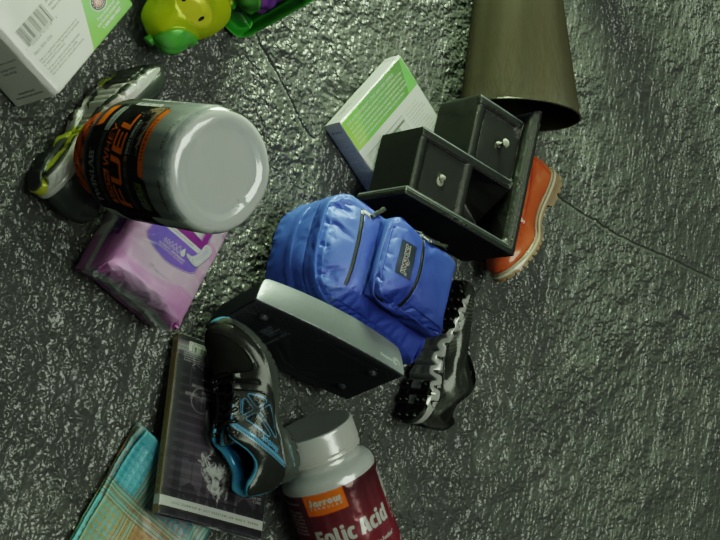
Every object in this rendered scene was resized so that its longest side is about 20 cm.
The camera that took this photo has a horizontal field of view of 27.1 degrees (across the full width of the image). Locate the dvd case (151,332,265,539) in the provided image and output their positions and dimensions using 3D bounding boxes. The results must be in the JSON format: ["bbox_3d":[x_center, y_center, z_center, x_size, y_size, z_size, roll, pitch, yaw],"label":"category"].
[{"bbox_3d":[-0.158,0.185,1.651,0.148,0.016,0.201,24,61,-41],"label":"dvd case"}]

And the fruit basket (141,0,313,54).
[{"bbox_3d":[-0.161,-0.334,1.644,0.215,0.155,0.217,29,50,-42],"label":"fruit basket"}]

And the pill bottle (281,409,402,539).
[{"bbox_3d":[-0.024,0.270,1.719,0.114,0.114,0.201,-29,105,-40],"label":"pill bottle"}]

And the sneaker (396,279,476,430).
[{"bbox_3d":[0.111,0.113,1.893,0.090,0.066,0.201,33,69,-38],"label":"sneaker"}]

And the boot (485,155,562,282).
[{"bbox_3d":[0.193,-0.081,1.983,0.107,0.075,0.201,42,52,-28],"label":"boot"}]

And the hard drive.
[{"bbox_3d":[-0.060,0.077,1.678,0.199,0.135,0.043,28,59,-23],"label":"hard drive"}]

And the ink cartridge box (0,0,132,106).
[{"bbox_3d":[-0.350,-0.290,1.497,0.200,0.084,0.146,50,56,-27],"label":"ink cartridge box"}]

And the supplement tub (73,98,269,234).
[{"bbox_3d":[-0.191,-0.105,1.463,0.122,0.199,0.123,-7,101,-39],"label":"supplement tub"}]

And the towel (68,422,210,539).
[{"bbox_3d":[-0.235,0.285,1.590,0.147,0.022,0.201,45,58,-29],"label":"towel"}]

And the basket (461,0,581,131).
[{"bbox_3d":[0.211,-0.301,1.977,0.180,0.136,0.201,9,77,-36],"label":"basket"}]

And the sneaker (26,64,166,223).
[{"bbox_3d":[-0.268,-0.134,1.575,0.200,0.074,0.085,-52,125,-22],"label":"sneaker"}]

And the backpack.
[{"bbox_3d":[0.000,0.000,1.734,0.200,0.167,0.163,33,53,-33],"label":"backpack"}]

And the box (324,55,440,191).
[{"bbox_3d":[0.053,-0.148,1.883,0.144,0.036,0.200,-50,119,-33],"label":"box"}]

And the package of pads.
[{"bbox_3d":[-0.208,-0.047,1.609,0.120,0.075,0.201,44,59,-33],"label":"package of pads"}]

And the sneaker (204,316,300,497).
[{"bbox_3d":[-0.129,0.149,1.627,0.082,0.073,0.201,-25,96,-48],"label":"sneaker"}]

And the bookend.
[{"bbox_3d":[0.114,-0.141,1.850,0.198,0.092,0.201,28,67,-37],"label":"bookend"}]
